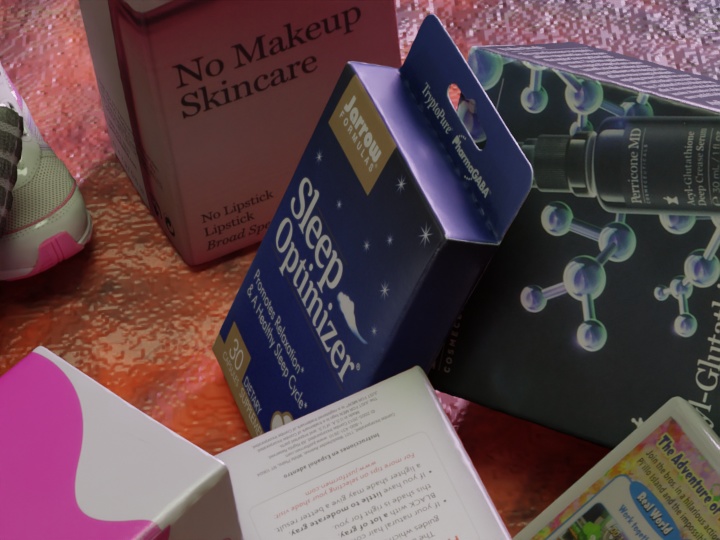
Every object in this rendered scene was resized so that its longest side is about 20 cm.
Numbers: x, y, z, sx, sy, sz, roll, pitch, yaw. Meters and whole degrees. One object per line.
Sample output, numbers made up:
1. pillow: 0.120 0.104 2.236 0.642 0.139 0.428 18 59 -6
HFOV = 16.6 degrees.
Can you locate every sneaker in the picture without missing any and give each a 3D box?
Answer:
1. sneaker: -0.203 -0.070 1.211 0.081 0.088 0.200 -31 50 -22

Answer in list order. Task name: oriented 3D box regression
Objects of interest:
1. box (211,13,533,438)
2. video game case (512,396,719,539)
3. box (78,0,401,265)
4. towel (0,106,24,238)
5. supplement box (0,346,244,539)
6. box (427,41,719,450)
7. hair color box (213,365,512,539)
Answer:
1. box: 0.000 0.000 1.048 0.032 0.200 0.121 7 36 -31
2. video game case: 0.107 0.173 0.923 0.182 0.024 0.200 -42 48 7
3. box: -0.059 -0.124 1.167 0.127 0.200 0.109 -22 46 -14
4. towel: -0.264 -0.012 1.134 0.199 0.086 0.166 7 75 20
5. supplement box: -0.102 0.143 0.909 0.103 0.200 0.101 30 56 31
6. box: 0.138 -0.002 1.036 0.199 0.149 0.107 17 13 26
7. hair color box: 0.020 0.140 0.926 0.101 0.061 0.200 -23 48 -4
